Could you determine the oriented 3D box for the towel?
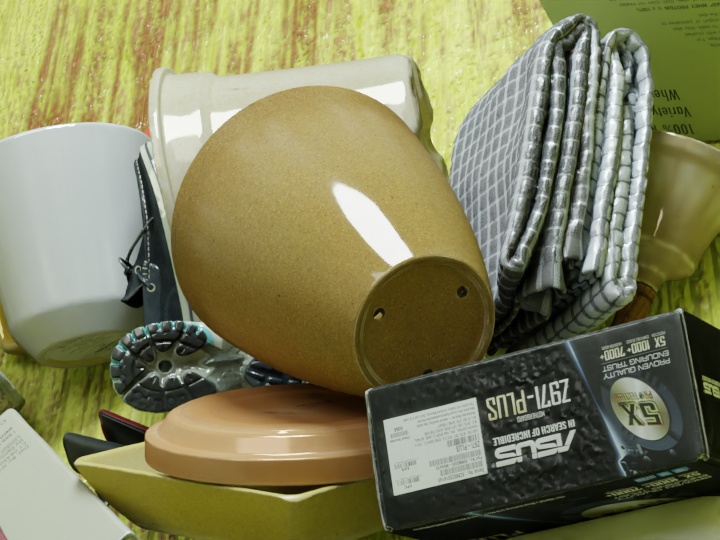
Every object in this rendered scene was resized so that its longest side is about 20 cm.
[{"bbox_3d":[0.113,-0.047,1.586,0.166,0.085,0.201,137,145,-61],"label":"towel"}]

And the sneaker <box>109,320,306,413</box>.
[{"bbox_3d":[-0.071,0.061,1.679,0.199,0.078,0.086,0,-6,-4],"label":"sneaker"}]

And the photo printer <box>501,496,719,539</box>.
[{"bbox_3d":[0.144,0.212,1.364,0.199,0.070,0.167,-15,39,25],"label":"photo printer"}]

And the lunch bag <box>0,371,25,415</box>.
[{"bbox_3d":[-0.349,0.106,1.838,0.164,0.118,0.200,-38,31,-8],"label":"lunch bag"}]

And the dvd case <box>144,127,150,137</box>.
[{"bbox_3d":[-0.152,-0.067,1.969,0.146,0.022,0.200,14,56,46],"label":"dvd case"}]

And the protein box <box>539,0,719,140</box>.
[{"bbox_3d":[0.241,-0.206,1.665,0.198,0.200,0.135,0,46,38],"label":"protein box"}]

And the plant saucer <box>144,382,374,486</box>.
[{"bbox_3d":[-0.036,0.099,1.536,0.199,0.033,0.200,-1,7,0],"label":"plant saucer"}]

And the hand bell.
[{"bbox_3d":[0.178,0.022,1.571,0.104,0.104,0.201,4,63,41],"label":"hand bell"}]

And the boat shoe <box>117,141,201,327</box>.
[{"bbox_3d":[-0.143,0.006,1.754,0.062,0.075,0.201,-11,82,9],"label":"boat shoe"}]

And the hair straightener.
[{"bbox_3d":[-0.143,0.151,1.685,0.077,0.041,0.199,-32,36,-33],"label":"hair straightener"}]

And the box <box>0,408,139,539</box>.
[{"bbox_3d":[-0.197,0.201,1.596,0.109,0.128,0.200,-42,36,-9],"label":"box"}]

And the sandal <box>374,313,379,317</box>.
[{"bbox_3d":[0.006,0.013,1.701,0.199,0.076,0.043,-20,37,19],"label":"sandal"}]

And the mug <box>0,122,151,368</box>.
[{"bbox_3d":[-0.215,-0.006,1.853,0.149,0.187,0.154,-11,72,-5],"label":"mug"}]

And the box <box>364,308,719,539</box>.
[{"bbox_3d":[0.128,0.100,1.414,0.199,0.164,0.087,-15,72,23],"label":"box"}]

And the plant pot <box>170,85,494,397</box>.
[{"bbox_3d":[0.000,0.000,1.516,0.186,0.187,0.200,-38,29,-7],"label":"plant pot"}]

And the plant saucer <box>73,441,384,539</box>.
[{"bbox_3d":[-0.046,0.136,1.555,0.199,0.049,0.199,5,10,42],"label":"plant saucer"}]

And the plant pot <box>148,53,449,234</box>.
[{"bbox_3d":[-0.035,-0.070,1.754,0.182,0.201,0.201,-14,38,9],"label":"plant pot"}]
